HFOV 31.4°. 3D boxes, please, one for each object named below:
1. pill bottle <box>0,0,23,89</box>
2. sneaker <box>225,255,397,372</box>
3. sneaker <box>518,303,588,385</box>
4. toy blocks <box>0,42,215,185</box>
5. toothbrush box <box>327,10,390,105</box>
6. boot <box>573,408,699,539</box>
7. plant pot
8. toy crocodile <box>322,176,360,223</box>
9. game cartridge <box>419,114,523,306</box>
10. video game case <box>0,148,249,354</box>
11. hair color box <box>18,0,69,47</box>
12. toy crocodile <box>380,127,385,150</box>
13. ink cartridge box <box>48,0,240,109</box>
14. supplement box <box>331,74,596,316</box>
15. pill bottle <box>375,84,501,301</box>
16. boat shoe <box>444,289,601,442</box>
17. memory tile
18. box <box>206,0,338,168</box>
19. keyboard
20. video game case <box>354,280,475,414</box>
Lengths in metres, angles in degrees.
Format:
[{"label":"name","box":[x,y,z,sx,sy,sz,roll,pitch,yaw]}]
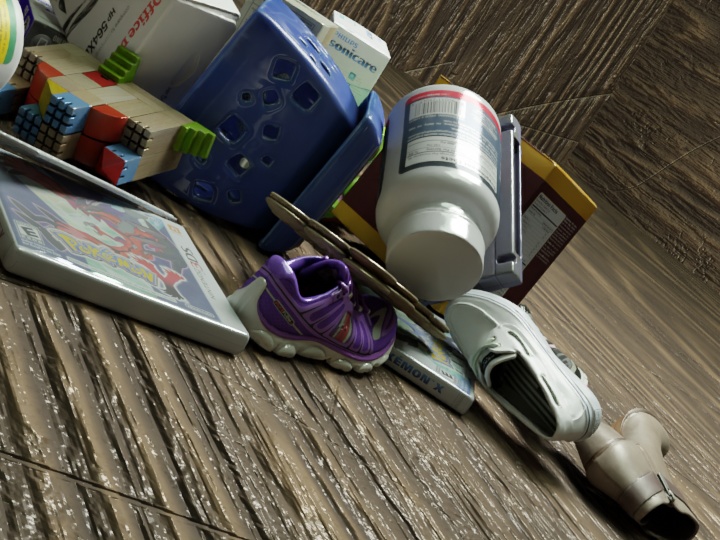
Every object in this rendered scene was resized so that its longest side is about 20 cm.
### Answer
[{"label":"pill bottle","box":[-0.368,-0.200,1.003,0.113,0.113,0.200,38,15,20]},{"label":"sneaker","box":[-0.022,0.030,1.065,0.081,0.084,0.199,48,19,28]},{"label":"sneaker","box":[0.161,0.084,1.291,0.088,0.074,0.200,50,2,-20]},{"label":"toy blocks","box":[-0.249,-0.140,1.142,0.199,0.100,0.137,33,24,13]},{"label":"toothbrush box","box":[-0.049,-0.212,1.593,0.085,0.201,0.147,31,14,-10]},{"label":"boot","box":[0.276,0.201,1.234,0.199,0.070,0.146,19,26,-43]},{"label":"plant pot","box":[-0.087,-0.142,1.295,0.179,0.200,0.200,38,13,-8]},{"label":"toy crocodile","box":[-0.011,-0.079,1.538,0.067,0.062,0.200,0,1,25]},{"label":"game cartridge","box":[0.105,-0.061,1.324,0.038,0.129,0.201,42,42,-44]},{"label":"video game case","box":[-0.194,-0.019,0.976,0.199,0.023,0.182,24,17,-36]},{"label":"hair color box","box":[-0.324,-0.248,1.376,0.109,0.065,0.200,27,14,-29]},{"label":"toy crocodile","box":[-0.039,-0.134,1.469,0.199,0.062,0.067,-19,38,-42]},{"label":"ink cartridge box","box":[-0.222,-0.270,1.261,0.084,0.146,0.201,9,41,-47]},{"label":"supplement box","box":[0.116,-0.069,1.440,0.197,0.200,0.133,43,6,35]},{"label":"pill bottle","box":[0.075,-0.073,1.225,0.119,0.120,0.201,28,42,-20]},{"label":"boat shoe","box":[0.139,0.084,1.195,0.066,0.074,0.200,-2,33,-46]},{"label":"memory tile","box":[0.000,0.000,1.159,0.153,0.017,0.200,35,-3,29]},{"label":"box","box":[-0.119,-0.211,1.430,0.095,0.201,0.078,35,14,5]},{"label":"keyboard","box":[-0.220,-0.075,1.036,0.056,0.011,0.200,20,-4,26]},{"label":"video game case","box":[0.034,0.054,1.251,0.182,0.022,0.200,33,14,-2]}]
